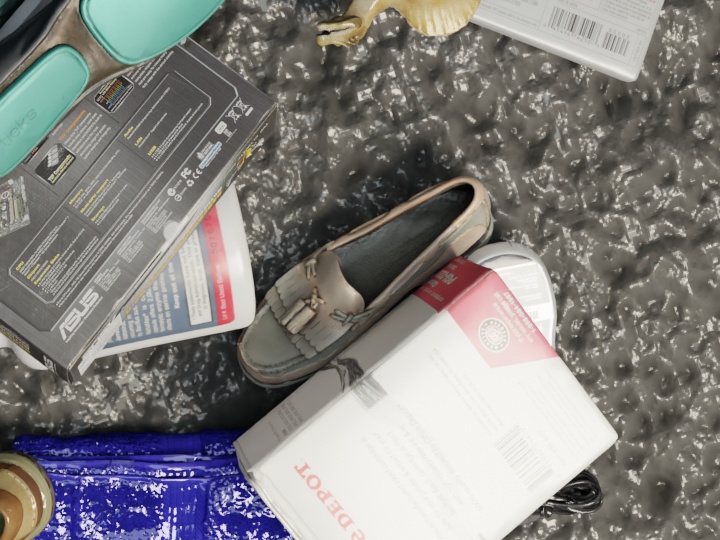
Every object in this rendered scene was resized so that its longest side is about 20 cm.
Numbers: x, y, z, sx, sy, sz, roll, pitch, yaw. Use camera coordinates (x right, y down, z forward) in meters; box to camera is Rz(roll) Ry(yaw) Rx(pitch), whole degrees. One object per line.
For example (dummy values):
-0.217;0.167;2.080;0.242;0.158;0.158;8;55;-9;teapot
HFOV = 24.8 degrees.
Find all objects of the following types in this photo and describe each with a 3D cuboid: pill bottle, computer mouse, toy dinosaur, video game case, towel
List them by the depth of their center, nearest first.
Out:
-0.173;-0.004;1.022;0.198;0.120;0.121;-12;98;-10;pill bottle
0.059;-0.205;1.066;0.198;0.058;0.102;-15;113;0;toy dinosaur
-0.133;0.180;1.083;0.198;0.050;0.149;0;95;-11;towel
0.125;-0.247;1.104;0.198;0.023;0.184;19;92;-11;video game case
0.104;0.076;1.122;0.109;0.044;0.202;-8;101;-8;computer mouse

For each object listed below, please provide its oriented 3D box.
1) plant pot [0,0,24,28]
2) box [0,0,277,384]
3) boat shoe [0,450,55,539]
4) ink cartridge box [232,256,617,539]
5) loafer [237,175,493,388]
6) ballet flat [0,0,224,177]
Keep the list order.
-0.289;-0.168;0.938;0.161;0.201;0.201;39;88;-8;plant pot
-0.168;-0.061;0.950;0.158;0.048;0.201;35;75;4;box
-0.289;0.171;1.021;0.199;0.074;0.076;-26;96;12;boat shoe
0.039;0.111;1.048;0.200;0.085;0.146;-39;104;-6;ink cartridge box
0.000;0.000;1.075;0.199;0.063;0.072;-35;72;-8;loafer
-0.158;-0.133;0.911;0.200;0.073;0.073;-41;101;-8;ballet flat
